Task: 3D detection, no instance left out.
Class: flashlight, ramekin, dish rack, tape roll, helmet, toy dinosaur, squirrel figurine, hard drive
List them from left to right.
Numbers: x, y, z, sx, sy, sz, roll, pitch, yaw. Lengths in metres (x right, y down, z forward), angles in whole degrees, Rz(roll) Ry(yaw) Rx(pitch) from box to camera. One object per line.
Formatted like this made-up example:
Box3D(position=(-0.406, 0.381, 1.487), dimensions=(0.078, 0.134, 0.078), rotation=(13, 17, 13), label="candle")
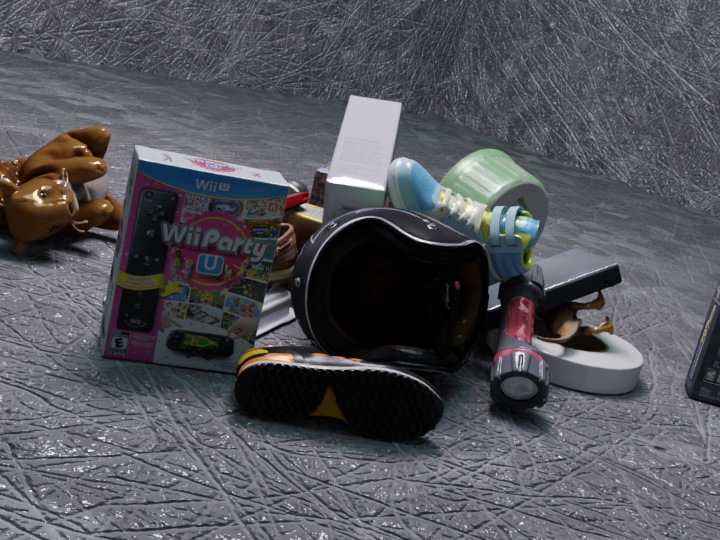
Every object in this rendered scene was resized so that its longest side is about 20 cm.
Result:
Box3D(position=(-0.407, -0.088, 1.264), dimensions=(0.200, 0.142, 0.187), rotation=(2, 24, 8), label="squirrel figurine")
Box3D(position=(-0.176, 0.026, 1.169), dimensions=(0.171, 0.044, 0.200), rotation=(20, 17, 17), label="dish rack")
Box3D(position=(0.026, 0.022, 1.094), dimensions=(0.190, 0.200, 0.200), rotation=(11, 12, 24), label="helmet")
Box3D(position=(0.213, -0.088, 1.654), dimensions=(0.200, 0.200, 0.098), rotation=(0, 28, -42), label="ramekin")
Box3D(position=(0.184, 0.068, 1.148), dimensions=(0.068, 0.068, 0.200), rotation=(1, 40, 13), label="flashlight")
Box3D(position=(0.217, 0.026, 1.317), dimensions=(0.200, 0.033, 0.140), rotation=(-20, 12, -9), label="hard drive")
Box3D(position=(0.263, 0.101, 1.306), dimensions=(0.202, 0.037, 0.203), rotation=(12, 15, -3), label="tape roll")
Box3D(position=(0.263, 0.069, 1.277), dimensions=(0.106, 0.061, 0.200), rotation=(-15, 11, 3), label="toy dinosaur")

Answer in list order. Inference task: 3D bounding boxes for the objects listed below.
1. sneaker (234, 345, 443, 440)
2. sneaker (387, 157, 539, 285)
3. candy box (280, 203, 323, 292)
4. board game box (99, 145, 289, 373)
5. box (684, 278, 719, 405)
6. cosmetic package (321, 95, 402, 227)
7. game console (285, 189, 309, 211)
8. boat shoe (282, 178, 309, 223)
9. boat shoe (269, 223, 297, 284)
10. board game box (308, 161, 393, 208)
Box3D(position=(-0.020, 0.104, 0.967), dimensions=(0.200, 0.070, 0.090), rotation=(9, 19, -10), label="sneaker")
Box3D(position=(0.128, -0.064, 1.159), dimensions=(0.130, 0.200, 0.080), rotation=(-17, 36, 37), label="sneaker")
Box3D(position=(0.000, 0.000, 1.269), dimensions=(0.200, 0.117, 0.056), rotation=(16, 22, 10), label="candy box")
Box3D(position=(-0.165, -0.008, 0.994), dimensions=(0.147, 0.200, 0.064), rotation=(9, 16, -17), label="board game box")
Box3D(position=(0.534, 0.109, 1.287), dimensions=(0.200, 0.158, 0.051), rotation=(14, 15, 5), label="box")
Box3D(position=(0.002, -0.118, 1.235), dimensions=(0.071, 0.102, 0.200), rotation=(10, 39, 2), label="cosmetic package")
Box3D(position=(-0.185, -0.060, 1.270), dimensions=(0.177, 0.031, 0.200), rotation=(-27, 11, -41), label="game console")
Box3D(position=(-0.131, -0.086, 1.385), dimensions=(0.063, 0.074, 0.201), rotation=(-40, 10, -38), label="boat shoe")
Box3D(position=(-0.144, -0.020, 1.148), dimensions=(0.072, 0.068, 0.200), rotation=(23, 18, 30), label="boat shoe")
Box3D(position=(-0.013, -0.066, 1.426), dimensions=(0.097, 0.160, 0.200), rotation=(16, 16, 7), label="board game box")
